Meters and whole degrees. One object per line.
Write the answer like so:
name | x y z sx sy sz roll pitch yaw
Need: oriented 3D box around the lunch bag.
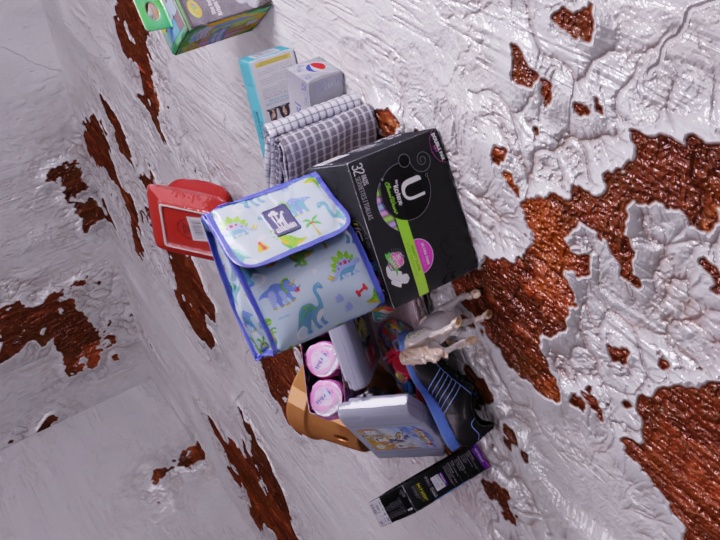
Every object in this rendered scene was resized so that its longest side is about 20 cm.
lunch bag | -0.089 -0.010 1.108 0.201 0.170 0.127 66 157 3

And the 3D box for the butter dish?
butter dish | -0.366 -0.137 1.983 0.199 0.148 0.200 13 135 10

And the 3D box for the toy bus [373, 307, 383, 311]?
toy bus | 0.006 -0.041 1.275 0.078 0.065 0.201 5 91 48

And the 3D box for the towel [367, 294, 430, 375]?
towel | 0.066 0.098 1.432 0.191 0.032 0.201 23 133 56

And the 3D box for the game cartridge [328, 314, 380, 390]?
game cartridge | -0.011 0.102 1.389 0.200 0.041 0.134 -53 -58 -78

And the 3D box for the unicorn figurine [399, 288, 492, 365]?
unicorn figurine | 0.116 0.082 1.214 0.137 0.200 0.074 -27 83 39

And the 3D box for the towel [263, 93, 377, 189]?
towel | -0.056 -0.146 1.291 0.086 0.165 0.200 42 147 35

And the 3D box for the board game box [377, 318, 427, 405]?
board game box | 0.072 0.177 1.411 0.201 0.039 0.158 63 156 2

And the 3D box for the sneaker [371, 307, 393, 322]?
sneaker | 0.001 0.000 1.370 0.200 0.070 0.094 50 118 42

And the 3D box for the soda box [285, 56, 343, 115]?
soda box | -0.064 -0.224 1.355 0.068 0.063 0.201 41 147 41

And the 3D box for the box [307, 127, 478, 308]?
box | 0.043 -0.070 1.173 0.124 0.148 0.201 6 118 61

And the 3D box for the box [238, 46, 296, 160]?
box | -0.134 -0.262 1.443 0.049 0.082 0.201 30 138 54

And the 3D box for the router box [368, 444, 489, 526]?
router box | 0.110 0.358 1.443 0.051 0.149 0.200 60 156 13

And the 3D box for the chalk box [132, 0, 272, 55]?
chalk box | -0.268 -0.437 1.406 0.124 0.199 0.125 -15 99 66

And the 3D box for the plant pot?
plant pot | -0.015 0.232 1.559 0.140 0.200 0.201 26 138 29

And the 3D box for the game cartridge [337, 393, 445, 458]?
game cartridge | 0.060 0.250 1.372 0.133 0.042 0.200 -4 148 23

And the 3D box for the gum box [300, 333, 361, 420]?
gum box | -0.050 0.150 1.435 0.114 0.066 0.201 45 -145 -69

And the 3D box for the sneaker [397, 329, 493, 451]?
sneaker | 0.128 0.170 1.312 0.201 0.078 0.070 62 -170 -4

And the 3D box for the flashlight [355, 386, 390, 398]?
flashlight | 0.056 0.253 1.472 0.068 0.068 0.200 52 176 30
